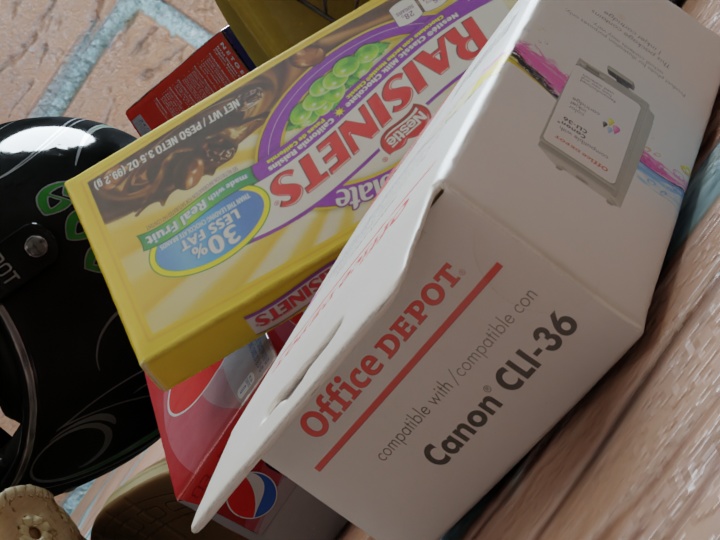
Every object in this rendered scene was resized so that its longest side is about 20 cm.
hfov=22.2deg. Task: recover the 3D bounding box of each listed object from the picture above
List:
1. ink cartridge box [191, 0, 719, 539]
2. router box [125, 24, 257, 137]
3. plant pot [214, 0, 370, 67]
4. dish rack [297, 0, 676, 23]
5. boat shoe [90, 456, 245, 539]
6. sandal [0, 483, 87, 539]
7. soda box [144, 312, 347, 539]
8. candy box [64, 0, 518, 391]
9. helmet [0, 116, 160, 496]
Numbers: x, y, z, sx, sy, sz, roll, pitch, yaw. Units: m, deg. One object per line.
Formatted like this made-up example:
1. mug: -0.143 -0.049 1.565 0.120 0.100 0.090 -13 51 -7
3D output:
1. ink cartridge box: 0.034 0.001 0.530 0.117 0.067 0.200 -52 5 38
2. router box: -0.024 -0.146 1.080 0.200 0.049 0.179 -38 6 -25
3. plant pot: 0.003 -0.179 0.877 0.195 0.200 0.194 -41 -1 -2
4. dish rack: 0.038 -0.152 0.755 0.154 0.200 0.055 -56 -7 -4
5. boat shoe: -0.084 0.118 0.847 0.065 0.071 0.200 -60 6 -35
6. sandal: -0.161 0.118 0.794 0.078 0.212 0.070 -26 -45 -37
7. soda box: -0.044 0.039 0.754 0.070 0.063 0.200 -56 21 9
8. candy box: -0.008 -0.045 0.687 0.200 0.102 0.026 -31 -36 2
9. helmet: -0.160 0.017 0.936 0.191 0.200 0.200 -34 -14 -50
